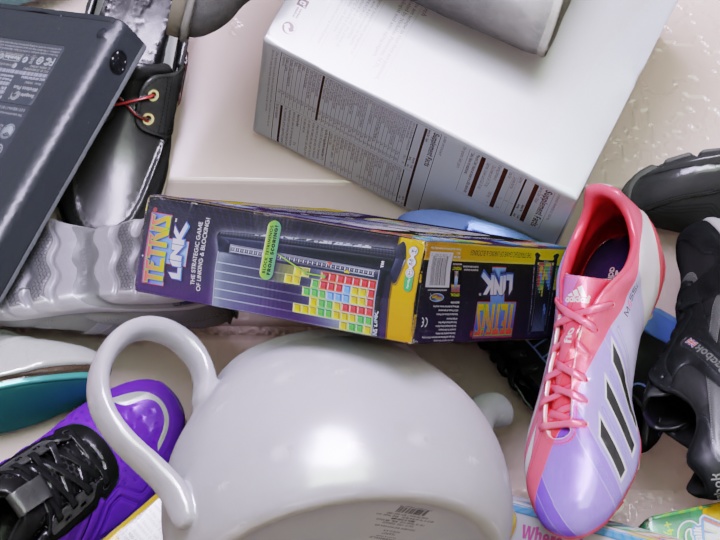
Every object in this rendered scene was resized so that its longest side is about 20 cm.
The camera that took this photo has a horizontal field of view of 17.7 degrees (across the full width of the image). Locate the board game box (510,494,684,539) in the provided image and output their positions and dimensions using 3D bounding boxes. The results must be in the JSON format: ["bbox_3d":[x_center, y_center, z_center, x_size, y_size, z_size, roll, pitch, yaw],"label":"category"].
[{"bbox_3d":[0.127,0.202,1.232,0.034,0.199,0.135,10,90,-40],"label":"board game box"}]

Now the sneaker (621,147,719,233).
[{"bbox_3d":[0.255,-0.026,1.391,0.199,0.075,0.080,4,73,-3],"label":"sneaker"}]

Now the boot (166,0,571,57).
[{"bbox_3d":[0.014,-0.164,1.271,0.199,0.073,0.183,29,74,-1],"label":"boot"}]

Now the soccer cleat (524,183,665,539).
[{"bbox_3d":[0.122,0.048,1.253,0.066,0.077,0.201,-2,53,28],"label":"soccer cleat"}]

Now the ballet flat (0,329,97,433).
[{"bbox_3d":[-0.244,0.069,1.323,0.199,0.069,0.070,-21,75,-8],"label":"ballet flat"}]

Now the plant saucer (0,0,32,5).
[{"bbox_3d":[-0.234,-0.260,1.403,0.200,0.039,0.203,0,90,10],"label":"plant saucer"}]

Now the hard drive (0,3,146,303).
[{"bbox_3d":[-0.224,-0.063,1.343,0.139,0.033,0.201,12,66,39],"label":"hard drive"}]

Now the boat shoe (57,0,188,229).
[{"bbox_3d":[-0.144,-0.108,1.391,0.073,0.063,0.203,10,72,-4],"label":"boat shoe"}]

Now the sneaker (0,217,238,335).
[{"bbox_3d":[-0.164,0.015,1.341,0.199,0.082,0.075,3,59,18],"label":"sneaker"}]

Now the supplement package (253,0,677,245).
[{"bbox_3d":[0.068,-0.140,1.373,0.199,0.147,0.192,27,72,4],"label":"supplement package"}]

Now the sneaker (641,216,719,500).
[{"bbox_3d":[0.192,0.046,1.296,0.087,0.076,0.201,-15,40,0],"label":"sneaker"}]

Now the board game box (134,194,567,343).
[{"bbox_3d":[0.000,0.000,1.253,0.164,0.200,0.057,9,93,27],"label":"board game box"}]

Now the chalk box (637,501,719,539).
[{"bbox_3d":[0.212,0.198,1.286,0.199,0.124,0.126,-12,72,-9],"label":"chalk box"}]

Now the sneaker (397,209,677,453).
[{"bbox_3d":[0.100,0.035,1.358,0.199,0.070,0.078,25,64,2],"label":"sneaker"}]

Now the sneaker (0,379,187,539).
[{"bbox_3d":[-0.176,0.129,1.286,0.200,0.100,0.070,-39,81,-15],"label":"sneaker"}]

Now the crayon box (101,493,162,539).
[{"bbox_3d":[-0.038,0.145,1.318,0.200,0.052,0.126,-40,81,-15],"label":"crayon box"}]

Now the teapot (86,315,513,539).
[{"bbox_3d":[-0.021,0.096,1.221,0.196,0.200,0.147,-15,57,6],"label":"teapot"}]
